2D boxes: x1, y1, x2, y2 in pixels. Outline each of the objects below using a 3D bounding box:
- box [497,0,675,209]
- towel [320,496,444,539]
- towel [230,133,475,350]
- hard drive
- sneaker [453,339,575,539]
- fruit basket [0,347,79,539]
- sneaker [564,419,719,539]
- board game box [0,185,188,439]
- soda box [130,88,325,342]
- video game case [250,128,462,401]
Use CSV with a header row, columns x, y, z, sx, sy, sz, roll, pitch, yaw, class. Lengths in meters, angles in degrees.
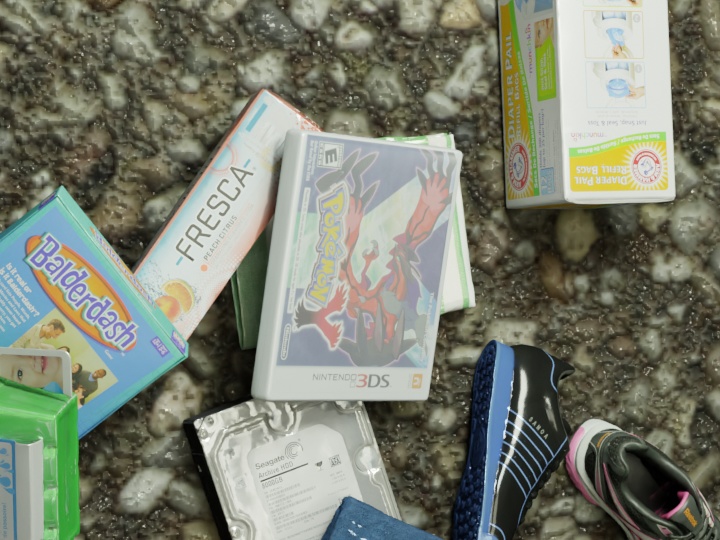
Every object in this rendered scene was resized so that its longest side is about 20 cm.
x,y,z,sx,sy,sz,roll,pitch,yaw,class
0.180,-0.150,1.755,0.101,0.112,0.201,-2,88,-22,box
0.056,0.250,1.639,0.199,0.049,0.112,26,47,0,towel
-0.009,-0.027,1.725,0.199,0.023,0.154,-8,90,-21,towel
-0.042,0.187,1.694,0.139,0.038,0.201,-19,93,-21,hard drive
0.125,0.156,1.734,0.077,0.070,0.201,13,76,-14,sneaker
-0.298,0.142,1.527,0.199,0.094,0.187,2,102,1,fruit basket
0.252,0.204,1.777,0.200,0.086,0.081,40,76,-15,sneaker
-0.247,0.060,1.582,0.200,0.045,0.152,-37,101,4,board game box
-0.108,-0.038,1.647,0.063,0.068,0.200,36,84,-8,soda box
0.000,0.000,1.660,0.182,0.023,0.201,3,96,-47,video game case
